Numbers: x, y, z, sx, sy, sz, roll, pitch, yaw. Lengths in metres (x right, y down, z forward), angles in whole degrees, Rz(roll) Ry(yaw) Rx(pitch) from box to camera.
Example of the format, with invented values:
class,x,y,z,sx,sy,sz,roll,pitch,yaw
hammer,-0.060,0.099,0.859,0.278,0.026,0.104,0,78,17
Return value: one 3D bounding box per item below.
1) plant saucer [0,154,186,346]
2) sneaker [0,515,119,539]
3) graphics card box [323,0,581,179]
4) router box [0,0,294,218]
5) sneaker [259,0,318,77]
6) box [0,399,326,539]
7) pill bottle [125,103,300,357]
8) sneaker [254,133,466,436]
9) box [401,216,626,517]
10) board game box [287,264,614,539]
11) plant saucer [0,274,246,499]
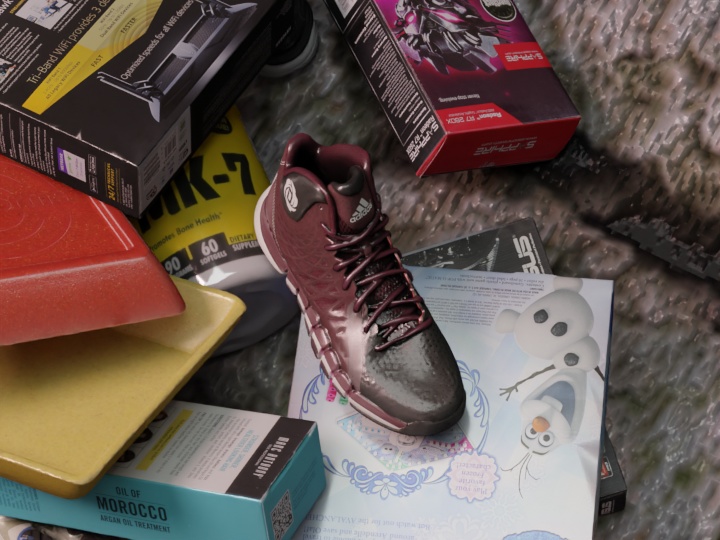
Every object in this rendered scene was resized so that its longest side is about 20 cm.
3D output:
class,x,y,z,sx,sy,sz,roll,pitch,yaw
plant saucer,-0.233,-0.030,1.285,0.198,0.037,0.200,-9,39,-30
sneaker,-0.217,0.172,1.332,0.077,0.086,0.200,-14,40,-26
graphics card box,0.053,-0.162,1.432,0.125,0.051,0.201,-9,60,-36
router box,-0.157,-0.143,1.346,0.156,0.052,0.200,25,53,15
sneaker,-0.090,-0.242,1.474,0.075,0.114,0.201,-24,67,-6
box,-0.128,0.120,1.265,0.198,0.049,0.082,7,34,23
pill bottle,-0.119,-0.052,1.397,0.114,0.114,0.201,-23,67,-5
sneaker,0.000,0.000,1.256,0.075,0.116,0.200,-27,65,-24
box,0.069,0.081,1.358,0.157,0.048,0.201,-16,67,-2
board game box,0.053,0.098,1.302,0.198,0.043,0.201,4,67,9
plant saucer,-0.198,0.062,1.265,0.199,0.049,0.200,17,37,20
